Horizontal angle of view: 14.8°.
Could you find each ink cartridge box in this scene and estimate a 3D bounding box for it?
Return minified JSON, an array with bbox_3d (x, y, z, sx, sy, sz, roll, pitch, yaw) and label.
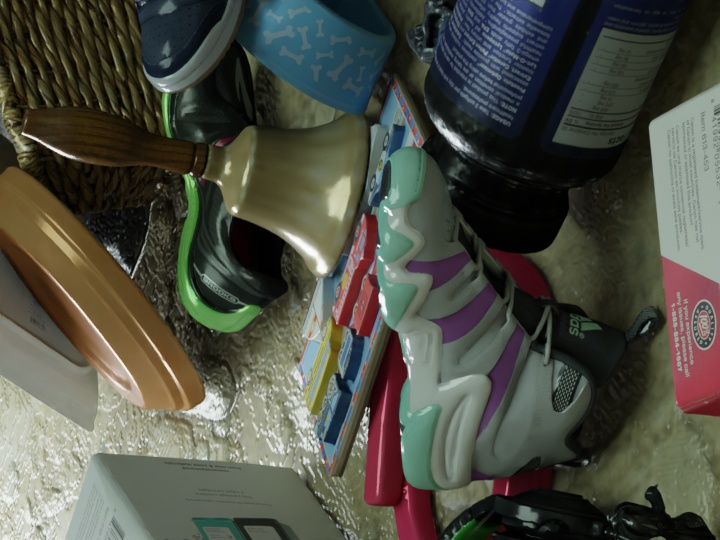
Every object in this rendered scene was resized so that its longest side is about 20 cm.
[{"bbox_3d":[-0.082,0.225,1.638,0.200,0.145,0.148,49,125,51],"label":"ink cartridge box"},{"bbox_3d":[0.223,-0.027,1.227,0.200,0.084,0.146,-29,61,55],"label":"ink cartridge box"}]

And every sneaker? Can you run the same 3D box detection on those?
[{"bbox_3d":[-0.075,-0.062,1.764,0.083,0.076,0.201,-20,70,38],"label":"sneaker"},{"bbox_3d":[0.082,0.020,1.413,0.078,0.139,0.201,-87,-10,-54],"label":"sneaker"},{"bbox_3d":[-0.118,-0.208,1.616,0.070,0.108,0.201,-13,53,33],"label":"sneaker"}]

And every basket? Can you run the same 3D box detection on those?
[{"bbox_3d":[-0.222,-0.137,1.897,0.143,0.148,0.201,-42,65,51],"label":"basket"}]

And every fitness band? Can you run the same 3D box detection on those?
[{"bbox_3d":[0.058,0.085,1.539,0.143,0.037,0.202,3,88,57],"label":"fitness band"}]

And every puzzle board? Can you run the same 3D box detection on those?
[{"bbox_3d":[0.000,0.000,1.623,0.151,0.017,0.201,-112,38,-65],"label":"puzzle board"}]

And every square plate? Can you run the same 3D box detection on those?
[{"bbox_3d":[-0.238,-0.012,1.913,0.028,0.200,0.199,-21,57,21],"label":"square plate"}]

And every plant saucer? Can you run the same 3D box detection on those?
[{"bbox_3d":[-0.179,0.020,1.815,0.037,0.201,0.200,-41,31,-12],"label":"plant saucer"}]

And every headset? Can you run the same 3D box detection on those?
[{"bbox_3d":[0.095,0.163,1.402,0.199,0.094,0.124,-29,60,38],"label":"headset"}]

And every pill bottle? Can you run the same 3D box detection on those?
[{"bbox_3d":[0.099,-0.115,1.425,0.112,0.111,0.201,56,131,47],"label":"pill bottle"}]

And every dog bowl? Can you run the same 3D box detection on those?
[{"bbox_3d":[-0.045,-0.174,1.687,0.050,0.111,0.200,-53,40,18],"label":"dog bowl"}]

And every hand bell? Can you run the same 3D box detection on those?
[{"bbox_3d":[-0.105,-0.068,1.654,0.104,0.199,0.105,-167,90,-77],"label":"hand bell"}]

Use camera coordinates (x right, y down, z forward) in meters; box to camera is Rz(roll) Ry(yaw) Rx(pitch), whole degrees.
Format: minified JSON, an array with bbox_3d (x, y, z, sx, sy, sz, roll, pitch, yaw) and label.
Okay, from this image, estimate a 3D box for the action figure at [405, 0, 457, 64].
[{"bbox_3d":[0.008,-0.214,1.562,0.192,0.105,0.201,-12,63,20],"label":"action figure"}]
